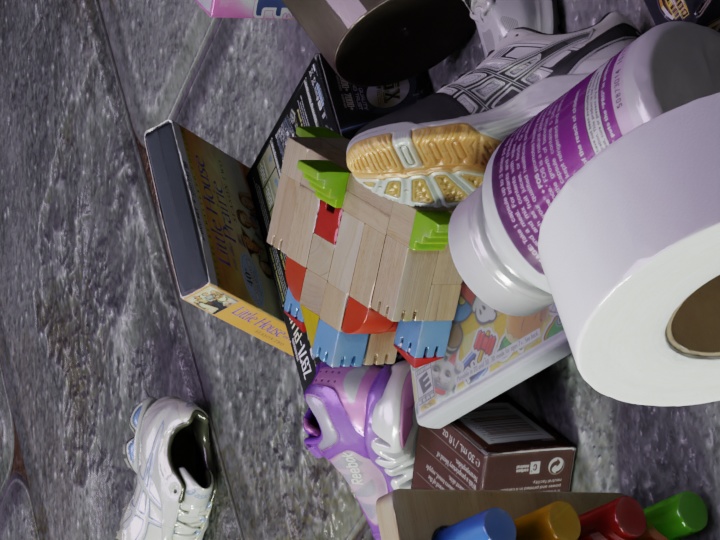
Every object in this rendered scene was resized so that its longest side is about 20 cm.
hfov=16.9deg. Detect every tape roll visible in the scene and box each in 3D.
[{"bbox_3d":[0.194,-0.010,1.225,0.203,0.202,0.071,-58,42,49],"label":"tape roll"}]

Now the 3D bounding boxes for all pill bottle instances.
[{"bbox_3d":[0.141,-0.051,1.395,0.200,0.112,0.113,-36,58,45],"label":"pill bottle"}]

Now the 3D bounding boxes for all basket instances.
[{"bbox_3d":[-0.007,-0.241,1.699,0.136,0.180,0.200,70,175,-64],"label":"basket"}]

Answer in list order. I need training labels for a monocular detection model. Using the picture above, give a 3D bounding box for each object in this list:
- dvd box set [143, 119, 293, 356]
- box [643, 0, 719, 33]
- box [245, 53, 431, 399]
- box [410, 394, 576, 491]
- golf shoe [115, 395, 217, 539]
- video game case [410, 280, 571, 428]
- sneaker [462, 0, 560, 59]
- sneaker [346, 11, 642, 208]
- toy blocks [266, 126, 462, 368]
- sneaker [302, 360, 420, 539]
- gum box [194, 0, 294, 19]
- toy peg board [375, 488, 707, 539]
[{"bbox_3d":[-0.084,-0.017,1.835,0.029,0.200,0.147,-27,59,21],"label":"dvd box set"},{"bbox_3d":[0.201,-0.257,1.371,0.199,0.050,0.200,119,141,-47],"label":"box"},{"bbox_3d":[0.001,-0.031,1.757,0.164,0.086,0.200,123,138,-50],"label":"box"},{"bbox_3d":[0.079,0.194,1.624,0.100,0.075,0.201,-144,55,-59],"label":"box"},{"bbox_3d":[-0.165,0.211,2.138,0.097,0.078,0.201,-7,86,58],"label":"golf shoe"},{"bbox_3d":[0.095,-0.017,1.556,0.200,0.023,0.183,-34,52,44],"label":"video game case"},{"bbox_3d":[0.060,-0.204,1.591,0.076,0.115,0.201,153,113,-62],"label":"sneaker"},{"bbox_3d":[0.088,-0.101,1.494,0.076,0.199,0.088,64,-163,-53],"label":"sneaker"},{"bbox_3d":[0.000,0.000,1.594,0.200,0.100,0.137,31,115,49],"label":"toy blocks"},{"bbox_3d":[0.005,0.122,1.687,0.200,0.088,0.081,81,-155,-53],"label":"sneaker"},{"bbox_3d":[-0.058,-0.295,1.836,0.066,0.113,0.201,-131,46,-53],"label":"gum box"},{"bbox_3d":[0.129,0.213,1.397,0.098,0.199,0.201,-31,63,44],"label":"toy peg board"}]
